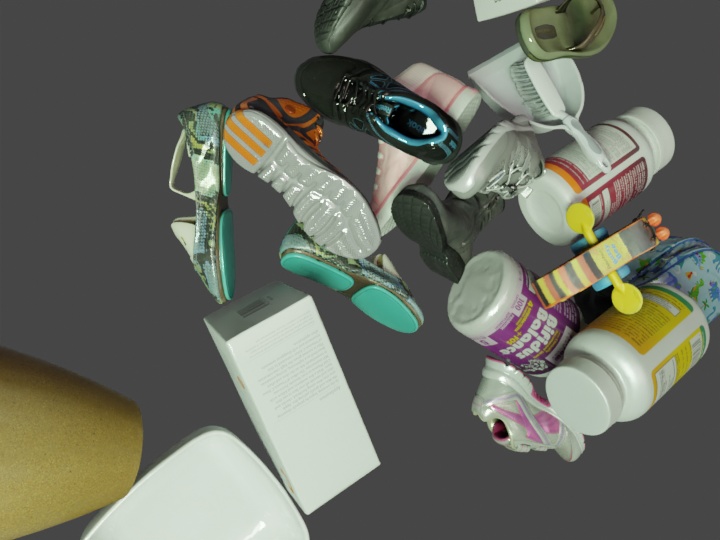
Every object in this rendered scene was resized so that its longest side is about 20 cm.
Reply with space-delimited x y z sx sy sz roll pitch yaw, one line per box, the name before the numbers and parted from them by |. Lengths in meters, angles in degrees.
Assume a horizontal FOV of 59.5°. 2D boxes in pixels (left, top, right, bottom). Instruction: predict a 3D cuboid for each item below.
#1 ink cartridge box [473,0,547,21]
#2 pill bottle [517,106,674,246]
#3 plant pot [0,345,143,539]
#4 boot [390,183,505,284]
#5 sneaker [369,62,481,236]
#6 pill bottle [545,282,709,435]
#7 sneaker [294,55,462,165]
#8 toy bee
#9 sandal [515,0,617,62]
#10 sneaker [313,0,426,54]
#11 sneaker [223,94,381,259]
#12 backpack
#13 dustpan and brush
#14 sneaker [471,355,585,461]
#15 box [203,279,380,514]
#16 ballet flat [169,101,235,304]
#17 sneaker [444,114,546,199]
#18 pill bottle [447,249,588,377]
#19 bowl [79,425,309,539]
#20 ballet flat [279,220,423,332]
ink cartridge box | 0.209 -0.355 0.751 0.197 0.117 0.069 -25 109 -20
pill bottle | 0.313 -0.128 0.831 0.198 0.109 0.111 -33 109 -17
plant pot | -0.304 0.155 0.557 0.197 0.185 0.191 14 91 -38
boot | 0.108 -0.082 0.735 0.133 0.069 0.200 -57 154 -9
sneaker | 0.044 -0.144 0.733 0.104 0.075 0.202 37 105 13
pill bottle | 0.311 0.105 0.741 0.198 0.112 0.115 -28 108 -31
sneaker | 0.016 -0.177 0.656 0.196 0.082 0.075 25 99 10
toy bee | 0.292 -0.031 0.727 0.130 0.109 0.201 40 70 1
sandal | 0.267 -0.304 0.774 0.199 0.057 0.081 -30 91 -36
sneaker | 0.028 -0.309 0.701 0.201 0.076 0.091 -51 120 -8
sneaker | -0.045 -0.109 0.657 0.077 0.113 0.200 -34 110 28
backpack | 0.425 0.037 0.900 0.198 0.153 0.166 -34 103 -30
dustpan and brush | 0.240 -0.200 0.780 0.138 0.057 0.203 -31 88 -19
sneaker | 0.220 0.205 0.852 0.199 0.081 0.089 40 82 -15
box | -0.075 0.128 0.675 0.096 0.124 0.204 -27 107 -19
ballet flat | -0.163 -0.068 0.651 0.072 0.074 0.206 0 95 -24
sneaker | 0.161 -0.114 0.684 0.083 0.074 0.199 54 42 1
pill bottle | 0.216 0.067 0.809 0.198 0.112 0.114 30 84 -24
bowl | -0.175 0.280 0.676 0.199 0.074 0.202 -38 110 -15
ballet flat | 0.000 0.000 0.723 0.198 0.074 0.075 32 83 -28
